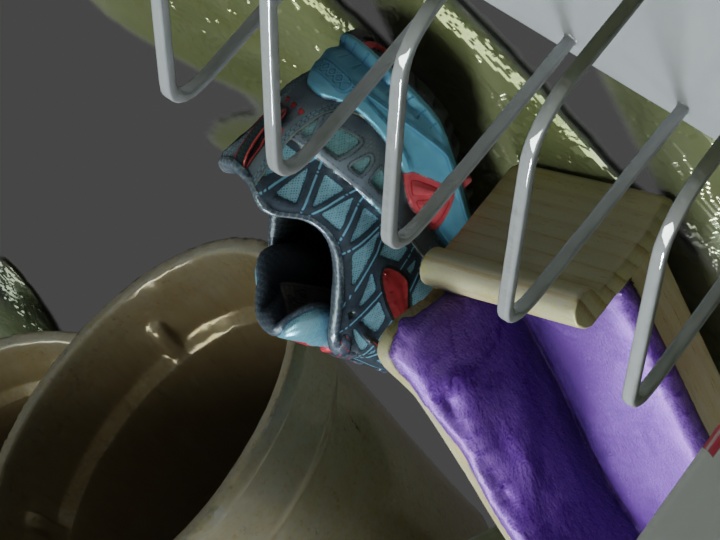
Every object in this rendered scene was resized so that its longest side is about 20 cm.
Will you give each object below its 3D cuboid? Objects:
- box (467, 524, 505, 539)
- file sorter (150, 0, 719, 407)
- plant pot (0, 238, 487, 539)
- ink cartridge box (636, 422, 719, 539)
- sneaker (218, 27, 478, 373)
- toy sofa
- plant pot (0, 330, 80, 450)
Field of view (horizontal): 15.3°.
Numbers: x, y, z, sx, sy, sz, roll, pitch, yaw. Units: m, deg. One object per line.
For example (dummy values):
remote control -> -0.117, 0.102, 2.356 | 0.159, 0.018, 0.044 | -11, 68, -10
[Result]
box -> 0.082, 0.211, 1.196 | 0.078, 0.095, 0.201 | 25, 115, 31
file sorter -> 0.043, -0.075, 0.834 | 0.200, 0.125, 0.139 | 33, 155, 16
plant pot -> -0.041, 0.120, 1.232 | 0.183, 0.201, 0.200 | 41, 159, -30
ink cartridge box -> 0.192, 0.134, 0.951 | 0.085, 0.146, 0.200 | 10, 143, 48
sneaker -> 0.000, 0.000, 1.054 | 0.079, 0.095, 0.200 | 42, 163, 48
toy sofa -> 0.096, 0.064, 1.034 | 0.083, 0.098, 0.200 | 16, 146, 44
plant pot -> -0.157, 0.163, 1.498 | 0.200, 0.201, 0.184 | 28, 164, 26
